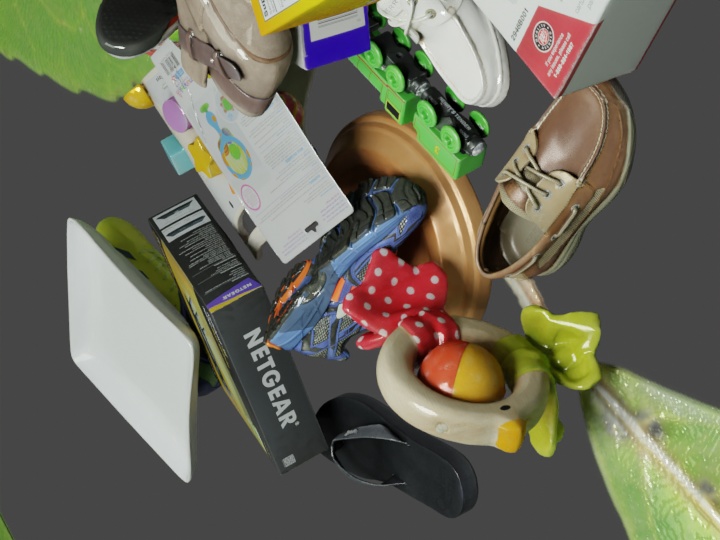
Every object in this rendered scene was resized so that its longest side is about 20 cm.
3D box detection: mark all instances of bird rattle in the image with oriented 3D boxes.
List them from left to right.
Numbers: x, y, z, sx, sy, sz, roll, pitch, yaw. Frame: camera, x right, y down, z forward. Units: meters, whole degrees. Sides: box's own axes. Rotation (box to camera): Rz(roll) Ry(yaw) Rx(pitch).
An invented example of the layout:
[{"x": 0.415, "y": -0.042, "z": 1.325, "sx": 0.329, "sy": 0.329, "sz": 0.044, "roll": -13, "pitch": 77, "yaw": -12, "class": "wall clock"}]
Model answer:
[{"x": 0.076, "y": 0.064, "z": 1.565, "sx": 0.199, "sy": 0.163, "sz": 0.113, "roll": 25, "pitch": 122, "yaw": 3, "class": "bird rattle"}]

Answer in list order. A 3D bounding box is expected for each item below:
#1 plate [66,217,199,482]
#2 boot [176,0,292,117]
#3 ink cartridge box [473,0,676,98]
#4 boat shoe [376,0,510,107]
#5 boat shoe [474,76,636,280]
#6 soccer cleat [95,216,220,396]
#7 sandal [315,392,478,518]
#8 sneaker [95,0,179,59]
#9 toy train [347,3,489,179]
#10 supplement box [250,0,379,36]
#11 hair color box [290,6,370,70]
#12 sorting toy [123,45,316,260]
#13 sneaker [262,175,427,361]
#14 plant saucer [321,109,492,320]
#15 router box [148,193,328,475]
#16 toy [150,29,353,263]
[{"x": -0.206, "y": 0.071, "z": 1.978, "sx": 0.199, "sy": 0.032, "sz": 0.201, "roll": 42, "pitch": 145, "yaw": 30, "class": "plate"}, {"x": -0.118, "y": -0.214, "z": 1.583, "sx": 0.200, "sy": 0.070, "sz": 0.147, "roll": 52, "pitch": 149, "yaw": 33, "class": "boot"}, {"x": 0.125, "y": -0.241, "z": 1.418, "sx": 0.200, "sy": 0.083, "sz": 0.145, "roll": 54, "pitch": 143, "yaw": 23, "class": "ink cartridge box"}, {"x": 0.040, "y": -0.204, "z": 1.566, "sx": 0.201, "sy": 0.069, "sz": 0.071, "roll": 62, "pitch": 143, "yaw": 9, "class": "boat shoe"}, {"x": 0.136, "y": -0.060, "z": 1.511, "sx": 0.076, "sy": 0.071, "sz": 0.201, "roll": 48, "pitch": 141, "yaw": 27, "class": "boat shoe"}, {"x": -0.182, "y": 0.024, "z": 2.007, "sx": 0.084, "sy": 0.064, "sz": 0.201, "roll": -45, "pitch": 71, "yaw": 42, "class": "soccer cleat"}, {"x": 0.019, "y": 0.157, "z": 1.812, "sx": 0.199, "sy": 0.043, "sz": 0.077, "roll": 17, "pitch": 121, "yaw": 49, "class": "sandal"}, {"x": -0.171, "y": -0.209, "z": 1.773, "sx": 0.067, "sy": 0.202, "sz": 0.108, "roll": 12, "pitch": 133, "yaw": 4, "class": "sneaker"}, {"x": 0.030, "y": -0.149, "z": 1.640, "sx": 0.200, "sy": 0.042, "sz": 0.057, "roll": 49, "pitch": 152, "yaw": 26, "class": "toy train"}, {"x": 0.004, "y": -0.246, "z": 1.414, "sx": 0.200, "sy": 0.109, "sz": 0.110, "roll": -20, "pitch": 90, "yaw": 56, "class": "supplement box"}, {"x": -0.070, "y": -0.240, "z": 1.624, "sx": 0.200, "sy": 0.064, "sz": 0.110, "roll": 38, "pitch": 141, "yaw": 53, "class": "hair color box"}, {"x": -0.100, "y": -0.105, "z": 1.782, "sx": 0.200, "sy": 0.106, "sz": 0.181, "roll": -31, "pitch": 83, "yaw": 55, "class": "sorting toy"}, {"x": 0.000, "y": 0.000, "z": 1.677, "sx": 0.200, "sy": 0.078, "sz": 0.076, "roll": -49, "pitch": 24, "yaw": 40, "class": "sneaker"}, {"x": 0.027, "y": -0.028, "z": 1.709, "sx": 0.200, "sy": 0.037, "sz": 0.202, "roll": 29, "pitch": 129, "yaw": 43, "class": "plant saucer"}, {"x": -0.106, "y": 0.056, "z": 1.835, "sx": 0.157, "sy": 0.052, "sz": 0.201, "roll": 50, "pitch": 165, "yaw": 50, "class": "router box"}, {"x": -0.078, "y": -0.117, "z": 1.679, "sx": 0.201, "sy": 0.047, "sz": 0.115, "roll": 54, "pitch": 143, "yaw": -1, "class": "toy"}]
